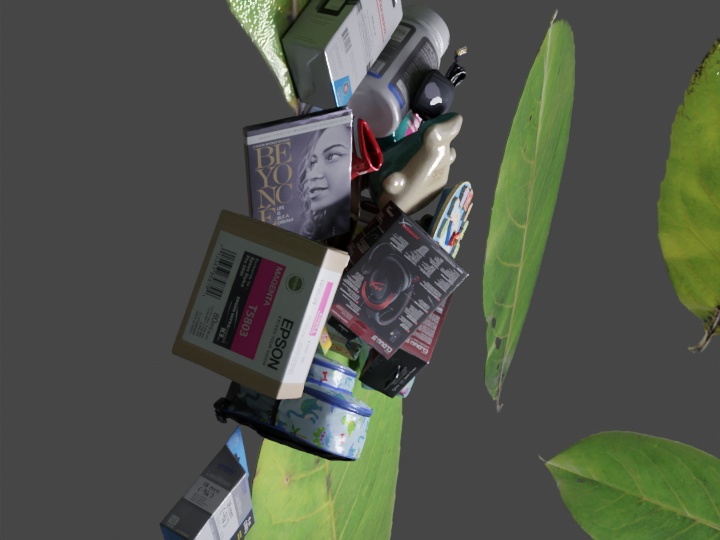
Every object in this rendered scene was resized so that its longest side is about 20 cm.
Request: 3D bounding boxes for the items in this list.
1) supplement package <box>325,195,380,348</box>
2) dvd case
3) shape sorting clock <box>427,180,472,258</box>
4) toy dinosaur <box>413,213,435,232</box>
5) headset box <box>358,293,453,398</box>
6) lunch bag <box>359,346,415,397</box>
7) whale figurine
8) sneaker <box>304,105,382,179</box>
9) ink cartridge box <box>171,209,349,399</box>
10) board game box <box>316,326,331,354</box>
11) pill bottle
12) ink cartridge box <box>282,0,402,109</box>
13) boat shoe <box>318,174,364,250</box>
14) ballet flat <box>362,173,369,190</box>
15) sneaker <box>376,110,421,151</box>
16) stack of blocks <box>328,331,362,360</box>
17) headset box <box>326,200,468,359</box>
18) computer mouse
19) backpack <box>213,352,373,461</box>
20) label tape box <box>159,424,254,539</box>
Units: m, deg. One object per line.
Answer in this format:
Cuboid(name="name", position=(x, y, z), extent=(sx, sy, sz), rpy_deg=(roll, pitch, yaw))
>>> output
Cuboid(name="supplement package", position=(0.000, 0.000, 1.427), extent=(0.200, 0.111, 0.156), rpy_deg=(-64, 158, -19))
Cuboid(name="dvd case", position=(-0.081, -0.118, 1.151), extent=(0.148, 0.016, 0.200), rpy_deg=(-16, 131, -21))
Cuboid(name="shape sorting clock", position=(0.141, -0.050, 1.392), extent=(0.200, 0.039, 0.201), rpy_deg=(18, 90, -74))
Cuboid(name="toy dinosaur", position=(0.080, -0.037, 1.379), extent=(0.200, 0.047, 0.088), rpy_deg=(-26, 120, -60))
Cuboid(name="headset box", position=(0.078, 0.116, 1.481), extent=(0.149, 0.075, 0.200), rpy_deg=(-54, -172, 50))
Cuboid(name="lunch bag", position=(0.076, 0.125, 1.713), extent=(0.200, 0.122, 0.171), rpy_deg=(-58, 155, -48))
Cuboid(name="whale figurine", position=(0.079, -0.171, 1.300), extent=(0.159, 0.104, 0.200), rpy_deg=(-28, 157, -35))
Cuboid(name="sneaker", position=(-0.038, -0.129, 1.219), extent=(0.078, 0.115, 0.201), rpy_deg=(-33, 138, -57))
Cuboid(name="ink cartridge box", position=(-0.128, 0.042, 1.085), extent=(0.075, 0.164, 0.201), rpy_deg=(18, 91, -69))
Cuboid(name="board game box", position=(-0.104, 0.051, 1.242), extent=(0.030, 0.095, 0.200), rpy_deg=(-59, 156, -23))
Cuboid(name="pill bottle", position=(0.051, -0.305, 1.283), extent=(0.200, 0.114, 0.114), rpy_deg=(-56, 155, -30))
Cuboid(name="ink cartridge box", position=(-0.019, -0.329, 1.157), extent=(0.200, 0.068, 0.116), rpy_deg=(-59, 156, -26))
Cuboid(name="boat shoe", position=(-0.025, -0.098, 1.300), extent=(0.075, 0.075, 0.203), rpy_deg=(1, 111, -29))
Cuboid(name="ballet flat", position=(0.029, -0.158, 1.422), extent=(0.046, 0.067, 0.200), rpy_deg=(-48, 159, 17))
Cuboid(name="sneaker", position=(0.071, -0.232, 1.434), extent=(0.200, 0.083, 0.121), rpy_deg=(-38, 140, -48))
Cuboid(name="stack of blocks", position=(0.003, 0.059, 1.556), extent=(0.200, 0.058, 0.115), rpy_deg=(-63, 158, -17))
Cuboid(name="headset box", position=(0.035, 0.022, 1.264), extent=(0.200, 0.149, 0.075), rpy_deg=(-48, -157, 7))
Cuboid(name="computer mouse", position=(0.134, -0.282, 1.305), extent=(0.141, 0.046, 0.200), rpy_deg=(-60, 173, 2))
Cuboid(name="backpack", position=(-0.081, 0.196, 1.281), extent=(0.147, 0.200, 0.183), rpy_deg=(-68, 158, -6))
Cuboid(name="label tape box", position=(-0.210, 0.360, 1.298), extent=(0.200, 0.063, 0.144), rpy_deg=(-51, 152, -39))
